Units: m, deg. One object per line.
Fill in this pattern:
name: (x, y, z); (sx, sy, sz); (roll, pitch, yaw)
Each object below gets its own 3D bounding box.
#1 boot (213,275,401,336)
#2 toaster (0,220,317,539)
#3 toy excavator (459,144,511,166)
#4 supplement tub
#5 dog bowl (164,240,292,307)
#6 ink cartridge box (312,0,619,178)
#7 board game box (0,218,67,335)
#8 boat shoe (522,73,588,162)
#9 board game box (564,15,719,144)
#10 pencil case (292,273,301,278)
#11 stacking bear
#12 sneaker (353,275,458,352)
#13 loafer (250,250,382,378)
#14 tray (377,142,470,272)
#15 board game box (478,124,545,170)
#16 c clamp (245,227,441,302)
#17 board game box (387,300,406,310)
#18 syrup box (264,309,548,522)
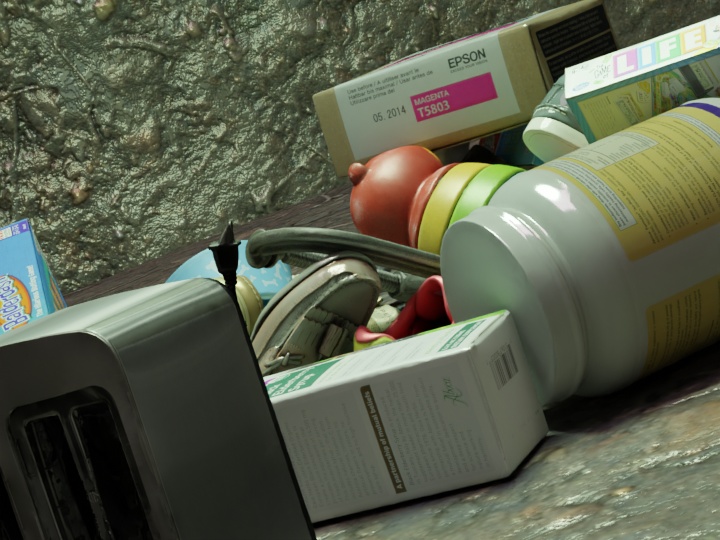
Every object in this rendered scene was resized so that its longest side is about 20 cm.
boot: (-0.039, 0.051, 1.295); (0.155, 0.073, 0.200); (-19, -33, -17)
toaster: (-0.133, 0.101, 0.943); (0.180, 0.201, 0.119); (-15, 4, 31)
toy excavator: (0.108, -0.019, 1.521); (0.194, 0.200, 0.100); (31, 82, 32)
supplement tub: (0.165, -0.010, 1.136); (0.200, 0.146, 0.145); (-23, 8, -22)
dog bowl: (-0.119, 0.069, 1.362); (0.111, 0.050, 0.200); (21, -64, -46)
ink cartridge box: (0.088, -0.147, 1.465); (0.199, 0.075, 0.165); (-14, 8, 30)
board game box: (-0.201, 0.078, 1.219); (0.045, 0.152, 0.200); (-22, 31, -5)
boat shoe: (0.215, -0.075, 1.340); (0.062, 0.200, 0.073); (-64, 10, -19)
board game box: (0.237, -0.074, 1.246); (0.134, 0.200, 0.034); (-17, 39, 21)
pencil case: (-0.114, 0.058, 1.638); (0.200, 0.090, 0.078); (-15, 9, 34)
stacking bear: (0.084, -0.035, 1.359); (0.200, 0.122, 0.114); (20, 71, 28)
sneaker: (0.075, 0.039, 1.203); (0.200, 0.091, 0.078); (-28, 24, -33)
loafer: (-0.050, 0.078, 1.191); (0.200, 0.072, 0.063); (-48, 40, 17)
tray: (0.030, -0.029, 1.550); (0.200, 0.022, 0.107); (-54, -5, 21)
board game box: (0.210, -0.078, 1.509); (0.199, 0.040, 0.153); (15, -1, -15)
c clamp: (0.000, 0.000, 1.267); (0.200, 0.027, 0.171); (17, -11, -41)
board game box: (-0.015, 0.071, 1.478); (0.200, 0.035, 0.126); (-24, 7, -24)
syrup box: (0.000, 0.093, 1.091); (0.199, 0.082, 0.079); (-16, 8, 26)
